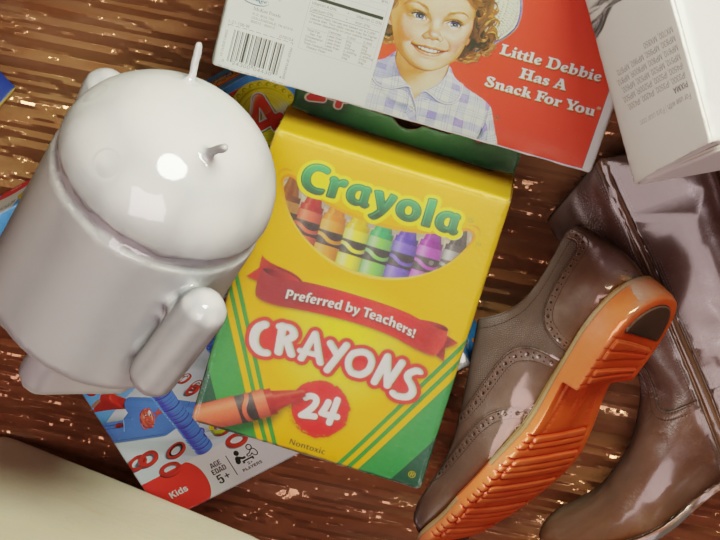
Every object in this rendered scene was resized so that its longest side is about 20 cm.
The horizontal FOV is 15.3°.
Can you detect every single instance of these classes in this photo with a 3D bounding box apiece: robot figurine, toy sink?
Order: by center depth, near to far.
[{"bbox_3d":[-0.114,-0.021,1.340,0.113,0.170,0.200,-2,142,-36],"label":"robot figurine"},{"bbox_3d":[-0.167,0.183,1.438,0.200,0.130,0.112,17,113,33],"label":"toy sink"}]

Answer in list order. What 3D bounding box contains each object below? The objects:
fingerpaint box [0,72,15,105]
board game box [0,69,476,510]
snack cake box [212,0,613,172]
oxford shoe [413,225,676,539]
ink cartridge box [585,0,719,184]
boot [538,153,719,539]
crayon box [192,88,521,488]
[{"bbox_3d":[-0.272,-0.109,1.356,0.073,0.200,0.167,-38,100,16],"label":"fingerpaint box"},{"bbox_3d":[-0.071,0.005,1.450,0.200,0.056,0.196,-29,104,14],"label":"board game box"},{"bbox_3d":[0.038,-0.136,1.327,0.200,0.067,0.115,17,123,-1],"label":"snack cake box"},{"bbox_3d":[0.084,0.065,1.413,0.073,0.071,0.200,48,114,25],"label":"oxford shoe"},{"bbox_3d":[0.178,-0.151,1.244,0.147,0.083,0.200,-10,82,-25],"label":"ink cartridge box"},{"bbox_3d":[0.138,0.041,1.440,0.186,0.064,0.200,-26,101,13],"label":"boot"},{"bbox_3d":[0.000,0.000,1.384,0.127,0.051,0.200,16,109,1],"label":"crayon box"}]
